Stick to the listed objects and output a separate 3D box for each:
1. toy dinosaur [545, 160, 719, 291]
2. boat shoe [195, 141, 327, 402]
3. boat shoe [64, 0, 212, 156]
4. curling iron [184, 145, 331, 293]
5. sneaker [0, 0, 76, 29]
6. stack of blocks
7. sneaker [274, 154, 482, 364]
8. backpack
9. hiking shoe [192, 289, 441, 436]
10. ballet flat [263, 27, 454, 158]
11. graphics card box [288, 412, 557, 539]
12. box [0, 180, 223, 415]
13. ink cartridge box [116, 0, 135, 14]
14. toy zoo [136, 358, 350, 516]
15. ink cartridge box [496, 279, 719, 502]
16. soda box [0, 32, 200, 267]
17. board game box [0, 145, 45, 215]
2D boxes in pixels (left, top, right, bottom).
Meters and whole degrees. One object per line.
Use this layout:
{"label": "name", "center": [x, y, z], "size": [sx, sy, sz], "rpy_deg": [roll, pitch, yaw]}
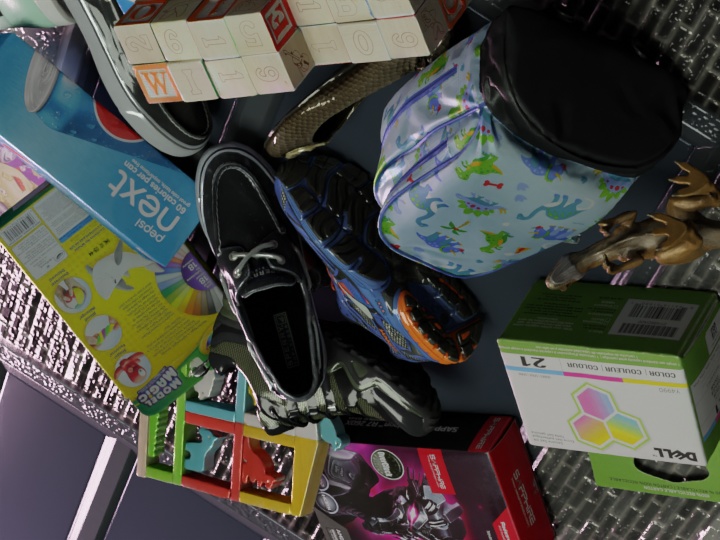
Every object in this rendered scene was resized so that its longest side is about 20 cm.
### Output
{"label": "toy dinosaur", "center": [0.220, -0.025, 1.561], "size": [0.198, 0.061, 0.106], "rpy_deg": [-4, 160, 3]}
{"label": "boat shoe", "center": [-0.073, 0.002, 1.751], "size": [0.071, 0.068, 0.201], "rpy_deg": [-15, 95, -1]}
{"label": "boat shoe", "center": [-0.159, -0.171, 1.714], "size": [0.056, 0.069, 0.201], "rpy_deg": [-12, 118, 41]}
{"label": "curling iron", "center": [-0.098, -0.053, 1.810], "size": [0.200, 0.026, 0.049], "rpy_deg": [46, 141, -11]}
{"label": "sneaker", "center": [-0.292, -0.253, 1.719], "size": [0.118, 0.074, 0.201], "rpy_deg": [-8, 126, 32]}
{"label": "stack of blocks", "center": [-0.039, -0.165, 1.471], "size": [0.199, 0.115, 0.059], "rpy_deg": [-2, 126, 32]}
{"label": "sneaker", "center": [0.000, 0.000, 1.759], "size": [0.200, 0.075, 0.078], "rpy_deg": [51, 141, -13]}
{"label": "backpack", "center": [0.091, -0.080, 1.573], "size": [0.162, 0.155, 0.199], "rpy_deg": [20, 165, -33]}
{"label": "hiking shoe", "center": [-0.031, 0.089, 1.835], "size": [0.199, 0.076, 0.101], "rpy_deg": [29, 108, 17]}
{"label": "ballet flat", "center": [0.001, -0.124, 1.648], "size": [0.046, 0.067, 0.200], "rpy_deg": [50, 132, -3]}
{"label": "graphics card box", "center": [0.047, 0.173, 1.903], "size": [0.199, 0.051, 0.126], "rpy_deg": [3, 128, 34]}
{"label": "box", "center": [-0.184, 0.008, 1.866], "size": [0.200, 0.117, 0.048], "rpy_deg": [54, 180, -16]}
{"label": "ink cartridge box", "center": [-0.075, -0.220, 1.593], "size": [0.199, 0.084, 0.145], "rpy_deg": [-4, 126, 36]}
{"label": "toy zoo", "center": [-0.096, 0.122, 1.920], "size": [0.199, 0.020, 0.132], "rpy_deg": [11, 102, 32]}
{"label": "ink cartridge box", "center": [0.200, 0.111, 1.718], "size": [0.147, 0.076, 0.201], "rpy_deg": [4, 129, 32]}
{"label": "soda box", "center": [-0.209, -0.091, 1.777], "size": [0.200, 0.068, 0.064], "rpy_deg": [40, 173, -17]}
{"label": "board game box", "center": [-0.250, -0.062, 1.910], "size": [0.120, 0.032, 0.200], "rpy_deg": [-21, 114, 40]}
